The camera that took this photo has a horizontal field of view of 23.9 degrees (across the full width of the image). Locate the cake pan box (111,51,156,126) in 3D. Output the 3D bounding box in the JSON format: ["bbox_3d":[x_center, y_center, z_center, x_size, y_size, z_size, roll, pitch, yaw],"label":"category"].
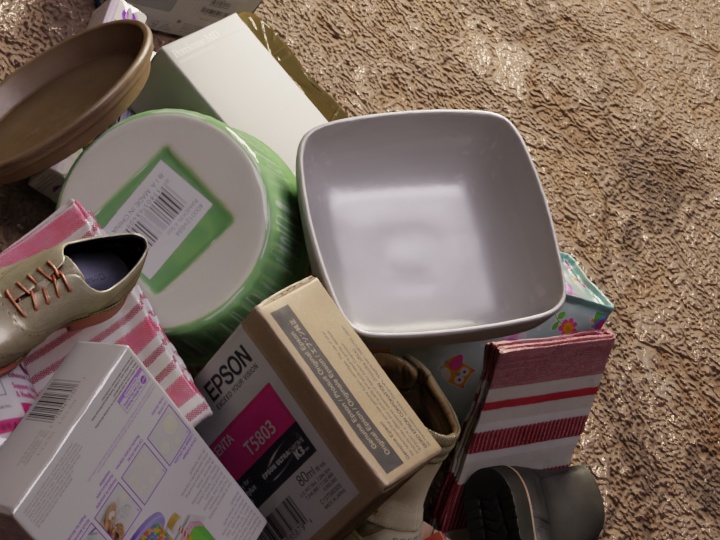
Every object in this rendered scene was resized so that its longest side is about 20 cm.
[{"bbox_3d":[-0.143,-0.095,1.522,0.183,0.052,0.201,23,45,-24],"label":"cake pan box"}]

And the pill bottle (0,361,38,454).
[{"bbox_3d":[-0.302,0.067,1.216,0.113,0.113,0.201,-9,63,-42],"label":"pill bottle"}]

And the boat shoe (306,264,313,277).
[{"bbox_3d":[0.000,0.000,1.480,0.065,0.200,0.072,44,-6,-41],"label":"boat shoe"}]

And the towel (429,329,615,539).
[{"bbox_3d":[0.136,0.143,1.447,0.143,0.201,0.023,-4,30,-39],"label":"towel"}]

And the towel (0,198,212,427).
[{"bbox_3d":[-0.219,0.065,1.274,0.201,0.146,0.030,57,3,14],"label":"towel"}]

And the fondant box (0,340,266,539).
[{"bbox_3d":[-0.164,0.169,1.185,0.200,0.058,0.145,56,52,-34],"label":"fondant box"}]

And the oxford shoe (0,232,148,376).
[{"bbox_3d":[-0.229,0.016,1.172,0.071,0.074,0.200,52,43,7],"label":"oxford shoe"}]

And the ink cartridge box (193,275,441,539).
[{"bbox_3d":[-0.056,0.131,1.290,0.075,0.200,0.165,-27,75,-45],"label":"ink cartridge box"}]

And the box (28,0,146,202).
[{"bbox_3d":[-0.235,-0.149,1.473,0.039,0.041,0.201,33,51,-27],"label":"box"}]

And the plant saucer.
[{"bbox_3d":[-0.249,-0.134,1.381,0.030,0.199,0.201,58,34,-28],"label":"plant saucer"}]

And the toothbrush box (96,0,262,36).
[{"bbox_3d":[-0.186,-0.331,1.655,0.146,0.085,0.201,10,50,-32],"label":"toothbrush box"}]

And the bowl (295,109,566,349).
[{"bbox_3d":[0.048,-0.025,1.351,0.198,0.075,0.201,-5,64,-17],"label":"bowl"}]

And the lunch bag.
[{"bbox_3d":[0.088,0.052,1.477,0.199,0.171,0.122,15,23,-27],"label":"lunch bag"}]

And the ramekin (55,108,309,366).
[{"bbox_3d":[-0.144,-0.030,1.343,0.201,0.199,0.098,56,3,14],"label":"ramekin"}]

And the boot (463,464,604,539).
[{"bbox_3d":[0.166,0.259,1.426,0.138,0.077,0.202,-1,83,-46],"label":"boot"}]

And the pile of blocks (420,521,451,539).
[{"bbox_3d":[0.030,0.267,1.350,0.082,0.062,0.200,49,42,7],"label":"pile of blocks"}]

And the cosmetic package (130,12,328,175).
[{"bbox_3d":[-0.095,-0.113,1.474,0.200,0.090,0.107,50,45,3],"label":"cosmetic package"}]

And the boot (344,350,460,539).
[{"bbox_3d":[-0.009,0.119,1.347,0.072,0.155,0.200,-18,48,-40],"label":"boot"}]

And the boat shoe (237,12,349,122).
[{"bbox_3d":[-0.064,-0.140,1.553,0.201,0.063,0.073,50,24,-3],"label":"boat shoe"}]
